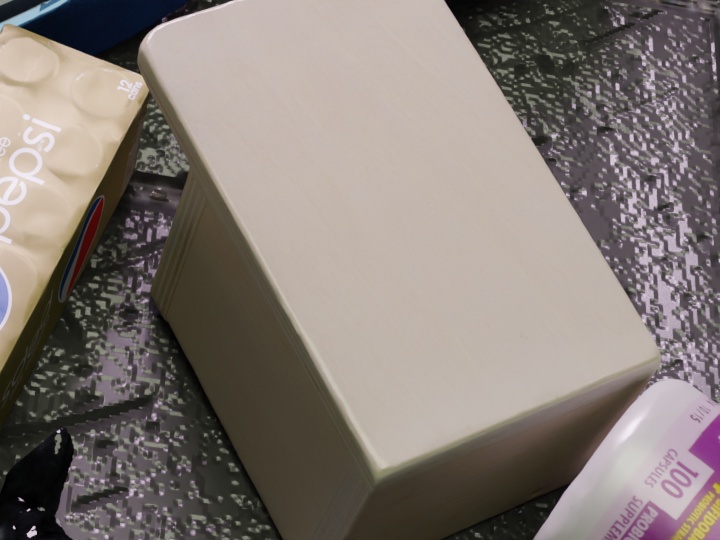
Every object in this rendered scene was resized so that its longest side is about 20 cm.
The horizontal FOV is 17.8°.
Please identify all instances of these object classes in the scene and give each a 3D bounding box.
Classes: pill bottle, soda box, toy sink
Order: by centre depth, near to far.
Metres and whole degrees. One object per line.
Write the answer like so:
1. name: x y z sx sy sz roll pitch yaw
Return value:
1. pill bottle: 0.160 0.139 0.839 0.199 0.113 0.112 36 54 12
2. soda box: -0.149 0.002 0.885 0.067 0.064 0.201 22 52 1
3. toy sink: 0.000 0.000 0.897 0.130 0.112 0.201 -20 67 -27

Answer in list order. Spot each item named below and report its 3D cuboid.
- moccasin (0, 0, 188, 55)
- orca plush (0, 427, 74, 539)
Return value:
1. moccasin: -0.148 -0.123 0.962 0.199 0.081 0.069 -22 74 -29
2. orca plush: -0.064 0.134 0.808 0.105 0.071 0.201 -19 62 -26
